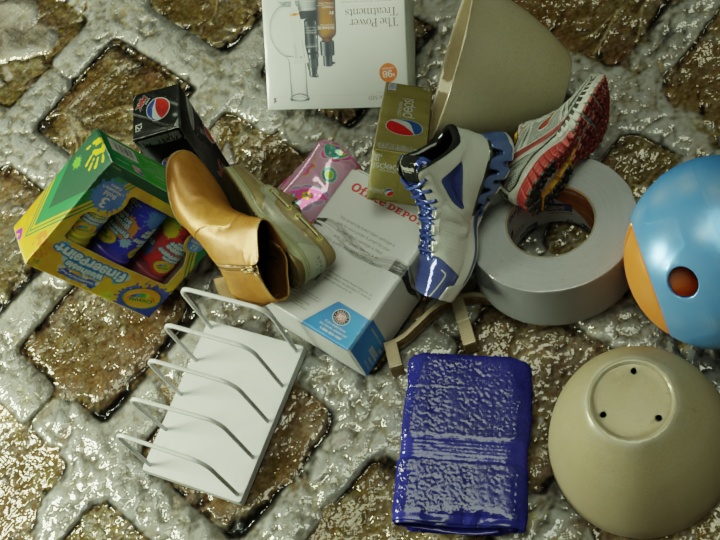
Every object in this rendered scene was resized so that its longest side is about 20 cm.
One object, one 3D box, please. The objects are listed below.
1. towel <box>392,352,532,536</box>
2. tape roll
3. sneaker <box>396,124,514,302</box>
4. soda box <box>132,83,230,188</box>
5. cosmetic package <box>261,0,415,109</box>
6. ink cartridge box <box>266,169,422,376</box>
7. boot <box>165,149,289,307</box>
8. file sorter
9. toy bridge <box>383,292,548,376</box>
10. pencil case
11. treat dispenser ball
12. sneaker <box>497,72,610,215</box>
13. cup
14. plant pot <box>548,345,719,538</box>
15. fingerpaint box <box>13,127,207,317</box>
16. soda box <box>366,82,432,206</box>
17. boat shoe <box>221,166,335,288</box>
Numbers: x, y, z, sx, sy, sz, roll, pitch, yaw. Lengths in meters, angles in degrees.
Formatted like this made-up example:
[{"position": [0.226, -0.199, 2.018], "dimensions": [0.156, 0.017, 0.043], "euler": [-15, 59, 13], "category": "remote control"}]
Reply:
[{"position": [0.115, 0.192, 1.368], "dimensions": [0.145, 0.050, 0.203], "euler": [3, 63, 7], "category": "towel"}, {"position": [0.222, -0.037, 1.426], "dimensions": [0.197, 0.066, 0.202], "euler": [-8, 52, 11], "category": "tape roll"}, {"position": [0.083, -0.077, 1.384], "dimensions": [0.080, 0.114, 0.202], "euler": [28, 99, 63], "category": "sneaker"}, {"position": [-0.219, -0.144, 1.559], "dimensions": [0.062, 0.201, 0.072], "euler": [-12, 60, 10], "category": "soda box"}, {"position": [-0.028, -0.289, 1.619], "dimensions": [0.197, 0.052, 0.153], "euler": [1, 104, 18], "category": "cosmetic package"}, {"position": [0.000, 0.000, 1.482], "dimensions": [0.144, 0.084, 0.201], "euler": [29, 75, 29], "category": "ink cartridge box"}, {"position": [-0.146, -0.054, 1.418], "dimensions": [0.070, 0.143, 0.204], "euler": [-26, 98, -31], "category": "boot"}, {"position": [-0.176, 0.142, 1.439], "dimensions": [0.137, 0.125, 0.202], "euler": [13, 68, 23], "category": "file sorter"}, {"position": [0.121, 0.062, 1.445], "dimensions": [0.197, 0.027, 0.068], "euler": [-19, 59, 6], "category": "toy bridge"}, {"position": [-0.083, -0.072, 1.546], "dimensions": [0.087, 0.088, 0.200], "euler": [37, 77, 30], "category": "pencil case"}, {"position": [0.376, -0.019, 1.297], "dimensions": [0.198, 0.201, 0.204], "euler": [-7, 61, 13], "category": "treat dispenser ball"}, {"position": [0.221, -0.159, 1.428], "dimensions": [0.082, 0.078, 0.200], "euler": [27, 64, 33], "category": "sneaker"}, {"position": [0.174, -0.232, 1.508], "dimensions": [0.141, 0.201, 0.203], "euler": [15, 66, -3], "category": "cup"}, {"position": [0.286, 0.158, 1.280], "dimensions": [0.197, 0.135, 0.203], "euler": [-7, 61, 13], "category": "plant pot"}, {"position": [-0.286, -0.051, 1.501], "dimensions": [0.167, 0.199, 0.074], "euler": [-45, 47, 14], "category": "fingerpaint box"}, {"position": [0.049, -0.155, 1.499], "dimensions": [0.063, 0.069, 0.201], "euler": [9, 32, 2], "category": "soda box"}, {"position": [-0.099, -0.058, 1.467], "dimensions": [0.066, 0.075, 0.200], "euler": [-22, 53, -24], "category": "boat shoe"}]
